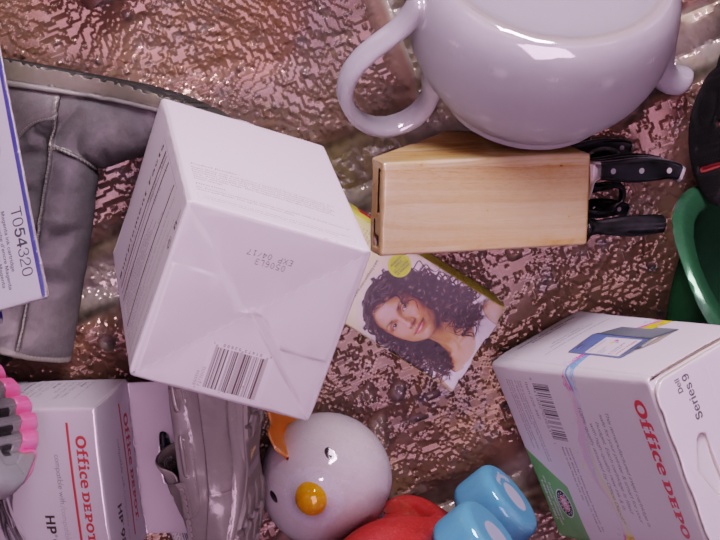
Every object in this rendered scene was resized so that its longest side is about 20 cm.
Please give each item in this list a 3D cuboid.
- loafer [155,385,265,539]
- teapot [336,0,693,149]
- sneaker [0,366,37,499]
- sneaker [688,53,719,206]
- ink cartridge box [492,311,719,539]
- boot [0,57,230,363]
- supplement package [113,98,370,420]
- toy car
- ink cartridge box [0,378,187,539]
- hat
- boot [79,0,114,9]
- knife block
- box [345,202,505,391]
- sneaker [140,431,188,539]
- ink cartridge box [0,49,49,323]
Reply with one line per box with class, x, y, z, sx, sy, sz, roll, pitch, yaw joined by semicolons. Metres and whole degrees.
loafer;-0.103;0.134;1.508;0.069;0.070;0.202;8;110;14
teapot;0.113;-0.150;1.498;0.199;0.198;0.147;24;137;13
sneaker;-0.286;0.086;1.478;0.095;0.200;0.079;-47;147;17
sneaker;0.291;-0.137;1.544;0.086;0.074;0.202;16;87;-18
ink cartridge box;0.195;0.114;1.529;0.087;0.200;0.146;-27;103;-22
boot;-0.191;-0.034;1.533;0.180;0.073;0.202;11;94;6
supplement package;-0.081;-0.011;1.422;0.120;0.200;0.121;15;109;-15
toy car;-0.012;0.171;1.554;0.184;0.177;0.200;-40;90;16
ink cartridge box;-0.218;0.140;1.536;0.198;0.067;0.117;-3;102;17
hat;0.231;0.069;1.590;0.176;0.165;0.201;-40;62;35
boot;-0.234;-0.236;1.495;0.186;0.064;0.200;-40;107;6
knife block;0.119;-0.051;1.510;0.174;0.200;0.065;6;103;24
box;0.000;0.000;1.569;0.199;0.050;0.076;31;98;-10
sneaker;-0.122;0.141;1.576;0.084;0.077;0.202;-3;102;0
ink cartridge box;-0.291;-0.052;1.418;0.198;0.043;0.198;-14;82;20
